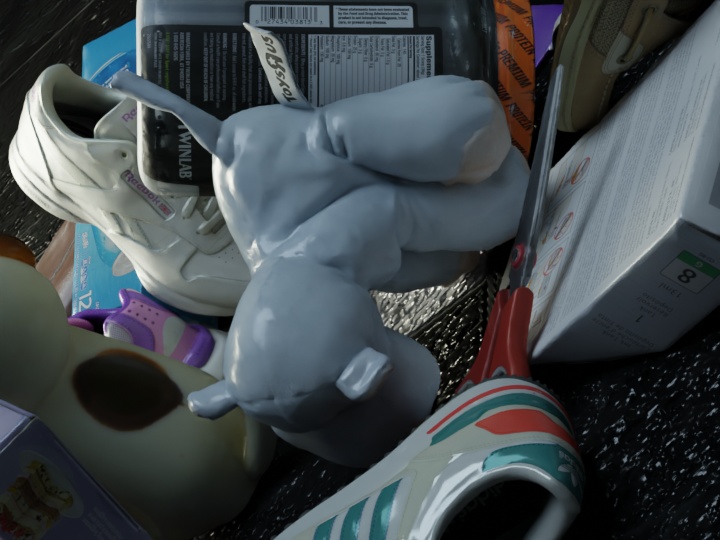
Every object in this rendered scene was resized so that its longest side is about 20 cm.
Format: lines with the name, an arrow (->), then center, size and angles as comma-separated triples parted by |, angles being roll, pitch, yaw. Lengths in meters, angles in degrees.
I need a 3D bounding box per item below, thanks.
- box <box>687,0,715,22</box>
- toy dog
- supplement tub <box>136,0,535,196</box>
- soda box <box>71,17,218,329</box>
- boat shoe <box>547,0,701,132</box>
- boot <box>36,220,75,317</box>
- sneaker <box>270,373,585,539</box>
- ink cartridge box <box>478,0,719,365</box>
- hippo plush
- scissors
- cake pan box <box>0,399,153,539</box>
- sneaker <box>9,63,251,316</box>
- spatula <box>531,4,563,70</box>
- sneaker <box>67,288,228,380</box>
box -> 0.137, -0.199, 0.991 | 0.082, 0.200, 0.049 | -10, 40, 56
toy dog -> -0.160, 0.077, 1.102 | 0.194, 0.200, 0.140 | -24, 34, 46
supplement tub -> -0.014, -0.098, 1.101 | 0.123, 0.200, 0.123 | 180, 90, -86
soda box -> -0.132, -0.054, 1.329 | 0.064, 0.068, 0.200 | -22, 57, 35
boat shoe -> 0.127, -0.126, 0.989 | 0.200, 0.064, 0.071 | 94, -174, -61
boot -> -0.153, -0.009, 1.416 | 0.200, 0.064, 0.186 | -58, 30, -7
sneaker -> 0.013, 0.130, 0.868 | 0.200, 0.070, 0.093 | -43, 17, 8
ink cartridge box -> 0.124, -0.021, 0.965 | 0.200, 0.050, 0.161 | -51, 14, 50
hippo plush -> 0.000, 0.000, 0.994 | 0.159, 0.200, 0.161 | -17, 53, 21
scissors -> 0.073, 0.007, 0.940 | 0.073, 0.014, 0.200 | -157, 84, -73
cake pan box -> -0.135, 0.132, 0.973 | 0.052, 0.200, 0.184 | -46, 27, -15
sneaker -> -0.115, -0.045, 1.220 | 0.075, 0.200, 0.100 | -54, -9, -38
spatula -> 0.115, -0.135, 1.150 | 0.057, 0.021, 0.200 | -60, 15, -16
sneaker -> -0.164, 0.069, 1.268 | 0.200, 0.088, 0.081 | -32, 29, 38
